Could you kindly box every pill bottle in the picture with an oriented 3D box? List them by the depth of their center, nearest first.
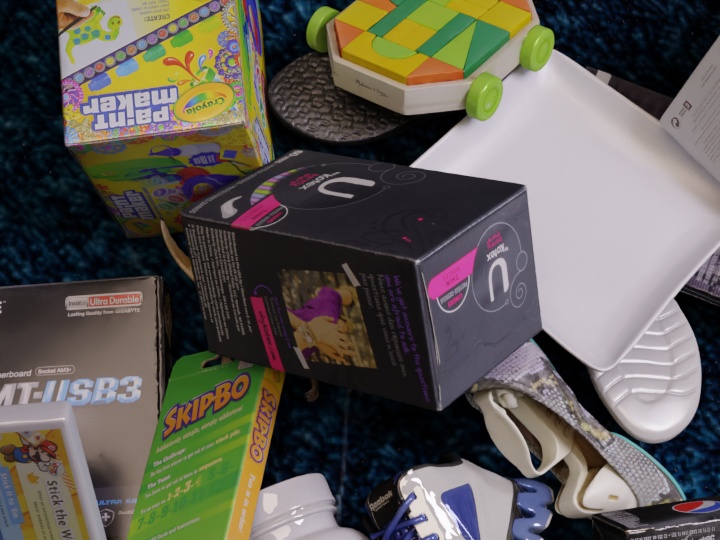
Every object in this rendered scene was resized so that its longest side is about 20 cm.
[{"bbox_3d":[-0.023,0.242,1.062,0.108,0.109,0.201,-23,74,-3],"label":"pill bottle"}]

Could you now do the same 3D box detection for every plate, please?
[{"bbox_3d":[0.145,-0.043,1.115,0.199,0.032,0.200,37,61,18],"label":"plate"}]

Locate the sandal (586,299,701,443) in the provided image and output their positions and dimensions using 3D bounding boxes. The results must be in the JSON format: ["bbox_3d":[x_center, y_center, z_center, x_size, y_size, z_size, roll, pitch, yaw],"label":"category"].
[{"bbox_3d":[0.183,0.035,1.141,0.082,0.050,0.204,-10,60,-11],"label":"sandal"}]

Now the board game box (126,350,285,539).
[{"bbox_3d":[-0.107,0.141,1.068,0.095,0.030,0.201,-15,53,36],"label":"board game box"}]

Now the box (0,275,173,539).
[{"bbox_3d":[-0.232,0.110,1.150,0.198,0.050,0.200,-3,75,3],"label":"box"}]

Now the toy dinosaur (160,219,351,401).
[{"bbox_3d":[-0.066,0.041,1.162,0.199,0.058,0.102,18,61,3],"label":"toy dinosaur"}]

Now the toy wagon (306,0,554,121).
[{"bbox_3d":[0.064,-0.183,1.172,0.155,0.040,0.200,26,51,27],"label":"toy wagon"}]

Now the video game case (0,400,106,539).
[{"bbox_3d":[-0.263,0.174,1.070,0.180,0.201,0.023,-5,35,3],"label":"video game case"}]

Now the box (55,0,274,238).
[{"bbox_3d":[-0.135,-0.148,1.137,0.121,0.200,0.194,-7,74,2],"label":"box"}]

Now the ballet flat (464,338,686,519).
[{"bbox_3d":[0.137,0.124,1.073,0.200,0.072,0.072,45,80,-14],"label":"ballet flat"}]

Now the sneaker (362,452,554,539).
[{"bbox_3d":[0.048,0.195,1.043,0.115,0.081,0.200,30,43,-8],"label":"sneaker"}]

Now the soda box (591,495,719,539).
[{"bbox_3d":[0.255,0.184,1.049,0.198,0.063,0.071,-6,95,-12],"label":"soda box"}]

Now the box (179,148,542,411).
[{"bbox_3d":[0.000,0.000,1.034,0.199,0.107,0.122,12,32,37],"label":"box"}]

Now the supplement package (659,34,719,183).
[{"bbox_3d":[0.345,-0.106,1.088,0.150,0.152,0.200,-31,71,-38],"label":"supplement package"}]

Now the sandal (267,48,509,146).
[{"bbox_3d":[0.028,-0.131,1.205,0.199,0.048,0.076,-10,72,-12],"label":"sandal"}]

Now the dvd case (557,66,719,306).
[{"bbox_3d":[0.229,-0.056,1.160,0.199,0.016,0.149,23,61,10],"label":"dvd case"}]
